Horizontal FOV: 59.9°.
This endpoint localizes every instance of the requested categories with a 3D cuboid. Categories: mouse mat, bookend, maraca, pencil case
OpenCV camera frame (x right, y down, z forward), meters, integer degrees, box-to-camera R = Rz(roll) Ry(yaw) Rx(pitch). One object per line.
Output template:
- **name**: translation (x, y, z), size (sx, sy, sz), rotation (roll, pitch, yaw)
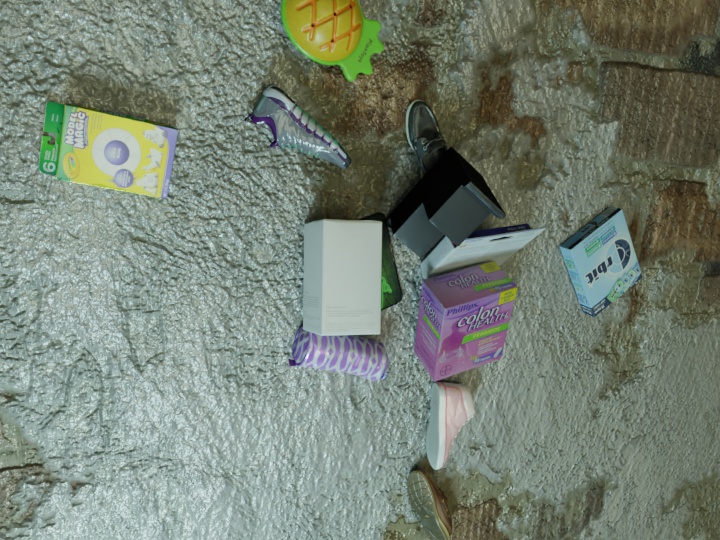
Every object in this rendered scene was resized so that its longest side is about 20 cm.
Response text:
- **mouse mat**: translation (0.000, 0.000, 1.258), size (0.158, 0.008, 0.204), rotation (-22, 113, -18)
- **bookend**: translation (0.145, -0.096, 1.144), size (0.092, 0.201, 0.199), rotation (36, 109, -19)
- **maraca**: translation (-0.045, -0.415, 1.063), size (0.198, 0.107, 0.139), rotation (29, 91, -29)
- **pencil case**: translation (-0.039, 0.168, 1.249), size (0.197, 0.085, 0.086), rotation (18, 120, -26)

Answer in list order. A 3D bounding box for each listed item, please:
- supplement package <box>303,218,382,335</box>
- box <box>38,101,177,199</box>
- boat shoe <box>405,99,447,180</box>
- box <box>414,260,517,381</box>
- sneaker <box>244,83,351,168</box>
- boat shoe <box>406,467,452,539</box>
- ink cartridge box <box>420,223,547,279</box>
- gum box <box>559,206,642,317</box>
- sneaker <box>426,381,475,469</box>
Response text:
- **supplement package**: translation (-0.035, 0.012, 1.154), size (0.117, 0.121, 0.205), rotation (1, 91, -22)
- **box**: translation (-0.400, -0.191, 0.997), size (0.196, 0.048, 0.120), rotation (8, 101, -25)
- **boat shoe**: translation (0.141, -0.232, 1.223), size (0.073, 0.066, 0.204), rotation (-18, 111, -19)
- **box**: translation (0.215, 0.105, 1.302), size (0.172, 0.097, 0.203), rotation (-14, 129, -21)
- **sneaker**: translation (-0.109, -0.234, 1.114), size (0.199, 0.075, 0.088), rotation (40, 97, -17)
- **boat shoe**: translation (0.165, 0.540, 1.459), size (0.067, 0.071, 0.204), rotation (-39, 113, -47)
- **ink cartridge box**: translation (0.243, -0.050, 1.260), size (0.192, 0.200, 0.044), rotation (-9, 70, -22)
- **gum box**: translation (0.579, -0.020, 1.499), size (0.169, 0.044, 0.202), rotation (-36, 115, -12)
- **sneaker**: translation (0.209, 0.350, 1.413), size (0.102, 0.075, 0.205), rotation (0, 100, -19)
